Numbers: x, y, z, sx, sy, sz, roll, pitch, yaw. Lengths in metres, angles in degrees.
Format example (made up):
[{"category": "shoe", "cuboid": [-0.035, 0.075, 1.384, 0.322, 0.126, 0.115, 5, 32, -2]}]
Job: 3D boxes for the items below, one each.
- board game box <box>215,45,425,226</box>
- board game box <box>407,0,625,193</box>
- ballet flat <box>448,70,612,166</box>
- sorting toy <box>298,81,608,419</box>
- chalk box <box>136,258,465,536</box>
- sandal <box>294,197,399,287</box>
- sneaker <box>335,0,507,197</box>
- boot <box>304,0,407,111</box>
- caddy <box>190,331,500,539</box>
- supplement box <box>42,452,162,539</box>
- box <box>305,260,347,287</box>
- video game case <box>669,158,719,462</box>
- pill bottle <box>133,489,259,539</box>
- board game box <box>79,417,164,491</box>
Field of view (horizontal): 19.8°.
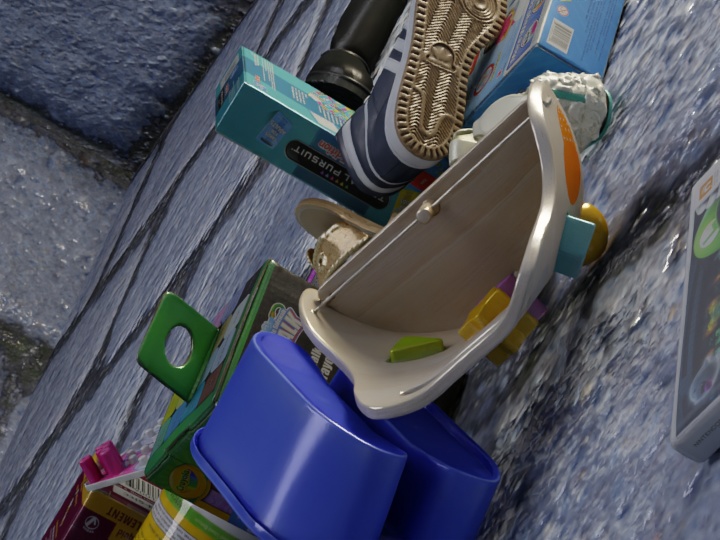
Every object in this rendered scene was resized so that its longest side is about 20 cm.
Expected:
[{"category": "board game box", "cuboid": [-0.019, -0.095, 1.623, 0.047, 0.200, 0.151, -57, 12, 12]}, {"category": "board game box", "cuboid": [0.126, -0.169, 1.541, 0.196, 0.056, 0.200, -47, 18, 51]}, {"category": "ballet flat", "cuboid": [0.099, -0.088, 1.413, 0.200, 0.072, 0.072, -40, 23, 58]}, {"category": "sorting toy", "cuboid": [0.059, 0.014, 1.158, 0.200, 0.107, 0.180, -42, 9, 19]}, {"category": "chalk box", "cuboid": [-0.056, 0.089, 1.344, 0.124, 0.200, 0.125, -46, 18, 50]}, {"category": "sandal", "cuboid": [-0.004, -0.003, 1.551, 0.211, 0.078, 0.070, 9, 63, 56]}, {"category": "sneaker", "cuboid": [0.043, -0.144, 1.528, 0.108, 0.070, 0.200, -41, 25, 55]}, {"category": "boot", "cuboid": [0.001, -0.243, 2.228, 0.163, 0.073, 0.198, -59, 11, -10]}, {"category": "caddy", "cuboid": [-0.013, 0.121, 1.168, 0.105, 0.141, 0.200, -64, 33, 11]}, {"category": "supplement box", "cuboid": [-0.214, 0.274, 1.712, 0.200, 0.131, 0.103, -60, 12, 9]}, {"category": "box", "cuboid": [-0.036, 0.062, 1.737, 0.143, 0.036, 0.200, -63, 11, -7]}, {"category": "video game case", "cuboid": [0.208, -0.032, 0.954, 0.182, 0.023, 0.200, -52, 15, 38]}, {"category": "pill bottle", "cuboid": [-0.134, 0.249, 1.513, 0.200, 0.111, 0.111, -59, 12, 9]}, {"category": "board game box", "cuboid": [-0.092, 0.092, 1.565, 0.200, 0.026, 0.200, -19, 13, 37]}]
